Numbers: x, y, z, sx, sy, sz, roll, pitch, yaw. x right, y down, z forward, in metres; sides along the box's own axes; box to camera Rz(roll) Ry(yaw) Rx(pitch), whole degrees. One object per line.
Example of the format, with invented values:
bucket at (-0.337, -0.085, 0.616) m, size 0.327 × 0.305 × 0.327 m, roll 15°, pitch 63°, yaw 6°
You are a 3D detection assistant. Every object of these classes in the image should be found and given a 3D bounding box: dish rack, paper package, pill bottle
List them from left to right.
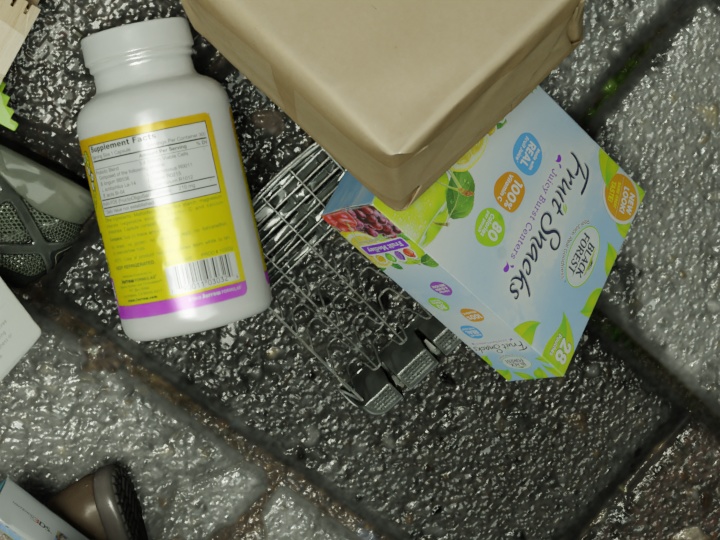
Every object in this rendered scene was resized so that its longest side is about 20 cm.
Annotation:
pill bottle at (-0.128, -0.061, 0.967) m, size 0.104 × 0.104 × 0.201 m, roll -13°, pitch 94°, yaw -11°
dish rack at (0.000, 0.000, 1.067) m, size 0.153 × 0.055 × 0.200 m, roll -44°, pitch 112°, yaw 1°
paper package at (0.017, -0.174, 0.919) m, size 0.191 × 0.104 × 0.200 m, roll -44°, pitch 75°, yaw -10°

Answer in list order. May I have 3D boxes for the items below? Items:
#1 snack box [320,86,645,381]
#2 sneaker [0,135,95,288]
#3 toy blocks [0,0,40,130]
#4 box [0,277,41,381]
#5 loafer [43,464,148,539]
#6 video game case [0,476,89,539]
snack box at (0.093, -0.047, 1.029) m, size 0.200 × 0.068 × 0.169 m, roll 40°, pitch 63°, yaw -26°
sneaker at (-0.282, -0.049, 0.957) m, size 0.199 × 0.076 × 0.115 m, roll 30°, pitch 92°, yaw -28°
toy blocks at (-0.273, -0.196, 0.909) m, size 0.199 × 0.100 × 0.137 m, roll 29°, pitch 87°, yaw -23°
box at (-0.328, 0.009, 0.904) m, size 0.200 × 0.152 × 0.107 m, roll 56°, pitch 43°, yaw -22°
loafer at (-0.187, 0.238, 1.095) m, size 0.071 × 0.073 × 0.201 m, roll -11°, pitch 110°, yaw 4°
video game case at (-0.245, 0.266, 1.047) m, size 0.181 × 0.046 × 0.200 m, roll 40°, pitch 116°, yaw -16°
